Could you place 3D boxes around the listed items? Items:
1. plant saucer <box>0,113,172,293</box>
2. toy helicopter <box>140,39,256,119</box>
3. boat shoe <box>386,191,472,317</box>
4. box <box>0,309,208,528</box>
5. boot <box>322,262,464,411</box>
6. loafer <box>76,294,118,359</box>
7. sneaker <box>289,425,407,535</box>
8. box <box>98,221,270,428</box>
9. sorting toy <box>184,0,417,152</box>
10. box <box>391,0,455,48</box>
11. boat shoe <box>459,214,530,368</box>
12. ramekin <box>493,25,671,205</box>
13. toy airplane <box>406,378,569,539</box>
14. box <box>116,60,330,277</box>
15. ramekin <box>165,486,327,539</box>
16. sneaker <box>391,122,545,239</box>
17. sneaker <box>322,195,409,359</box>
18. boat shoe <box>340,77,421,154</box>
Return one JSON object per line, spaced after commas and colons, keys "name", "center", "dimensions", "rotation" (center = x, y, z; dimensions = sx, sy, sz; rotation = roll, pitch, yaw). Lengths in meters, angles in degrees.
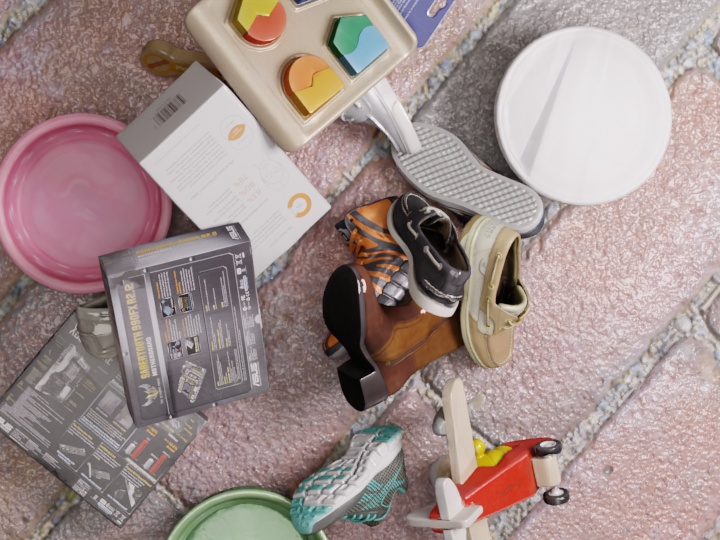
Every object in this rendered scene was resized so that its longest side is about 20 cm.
{"name": "plant saucer", "center": [-0.311, -0.075, 1.715], "dimensions": [0.199, 0.051, 0.202], "rotation": [0, 92, -4]}
{"name": "toy helicopter", "center": [-0.152, -0.228, 1.693], "dimensions": [0.199, 0.132, 0.079], "rotation": [12, 61, 12]}
{"name": "boat shoe", "center": [0.077, -0.032, 1.639], "dimensions": [0.074, 0.200, 0.060], "rotation": [20, 120, -18]}
{"name": "box", "center": [-0.297, 0.167, 1.723], "dimensions": [0.200, 0.050, 0.158], "rotation": [39, 88, -5]}
{"name": "boot", "center": [0.060, 0.038, 1.675], "dimensions": [0.200, 0.068, 0.189], "rotation": [-31, 122, -29]}
{"name": "loafer", "center": [-0.222, 0.030, 1.692], "dimensions": [0.199, 0.070, 0.070], "rotation": [-27, 121, -26]}
{"name": "sneaker", "center": [-0.002, 0.252, 1.698], "dimensions": [0.077, 0.200, 0.092], "rotation": [-3, 110, 38]}
{"name": "box", "center": [-0.187, 0.060, 1.645], "dimensions": [0.158, 0.048, 0.201], "rotation": [-15, 122, -14]}
{"name": "sorting toy", "center": [-0.058, -0.254, 1.614], "dimensions": [0.200, 0.036, 0.185], "rotation": [-42, 100, -18]}
{"name": "box", "center": [0.020, -0.354, 1.732], "dimensions": [0.200, 0.032, 0.121], "rotation": [34, 100, -4]}
{"name": "boat shoe", "center": [0.154, 0.033, 1.705], "dimensions": [0.074, 0.066, 0.201], "rotation": [-46, 139, -37]}
{"name": "ramekin", "center": [0.245, -0.174, 1.736], "dimensions": [0.201, 0.094, 0.203], "rotation": [0, 92, -5]}
{"name": "toy airplane", "center": [0.123, 0.246, 1.717], "dimensions": [0.199, 0.141, 0.201], "rotation": [35, 73, -36]}
{"name": "box", "center": [-0.149, -0.107, 1.663], "dimensions": [0.124, 0.097, 0.200], "rotation": [-43, 123, -3]}
{"name": "ramekin", "center": [-0.128, 0.339, 1.719], "dimensions": [0.199, 0.098, 0.201], "rotation": [0, 92, -5]}
{"name": "sneaker", "center": [0.123, -0.094, 1.743], "dimensions": [0.200, 0.079, 0.079], "rotation": [36, 86, 20]}
{"name": "sneaker", "center": [0.000, 0.000, 1.738], "dimensions": [0.112, 0.078, 0.200], "rotation": [40, 78, -1]}
{"name": "boat shoe", "center": [-0.007, -0.203, 1.693], "dimensions": [0.068, 0.072, 0.200], "rotation": [-34, 112, 4]}
